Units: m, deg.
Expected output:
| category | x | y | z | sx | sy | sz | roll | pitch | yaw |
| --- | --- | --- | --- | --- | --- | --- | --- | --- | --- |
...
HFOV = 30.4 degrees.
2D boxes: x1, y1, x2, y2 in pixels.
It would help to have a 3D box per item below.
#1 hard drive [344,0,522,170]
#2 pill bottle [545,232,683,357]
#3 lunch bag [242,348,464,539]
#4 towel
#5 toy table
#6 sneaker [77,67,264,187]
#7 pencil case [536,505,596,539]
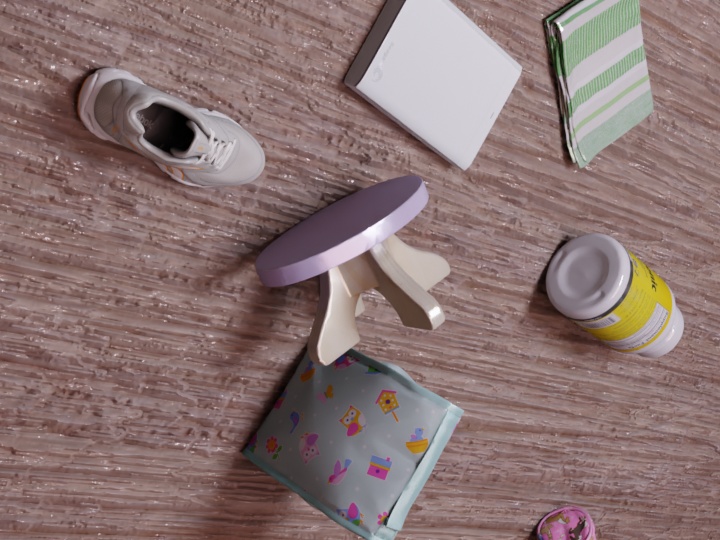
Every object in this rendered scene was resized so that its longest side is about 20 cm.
| category | x | y | z | sx | sy | sz | roll | pitch | yaw |
| --- | --- | --- | --- | --- | --- | --- | --- | --- | --- |
| hard drive | 0.081 | -0.205 | 1.391 | 0.200 | 0.026 | 0.132 | 31 | 87 | -46 |
| pill bottle | 0.327 | 0.040 | 1.664 | 0.200 | 0.111 | 0.111 | 33 | 86 | -46 |
| lunch bag | 0.004 | 0.178 | 1.374 | 0.122 | 0.200 | 0.171 | 36 | 83 | -45 |
| towel | 0.287 | -0.239 | 1.563 | 0.152 | 0.023 | 0.200 | -37 | 129 | -25 |
| toy table | 0.000 | 0.000 | 1.324 | 0.200 | 0.184 | 0.117 | -30 | 110 | -18 |
| sneaker | -0.152 | -0.112 | 1.177 | 0.200 | 0.092 | 0.076 | 19 | 97 | -45 |
| pencil case | 0.301 | 0.418 | 1.836 | 0.086 | 0.083 | 0.200 | -40 | 132 | -22 |
